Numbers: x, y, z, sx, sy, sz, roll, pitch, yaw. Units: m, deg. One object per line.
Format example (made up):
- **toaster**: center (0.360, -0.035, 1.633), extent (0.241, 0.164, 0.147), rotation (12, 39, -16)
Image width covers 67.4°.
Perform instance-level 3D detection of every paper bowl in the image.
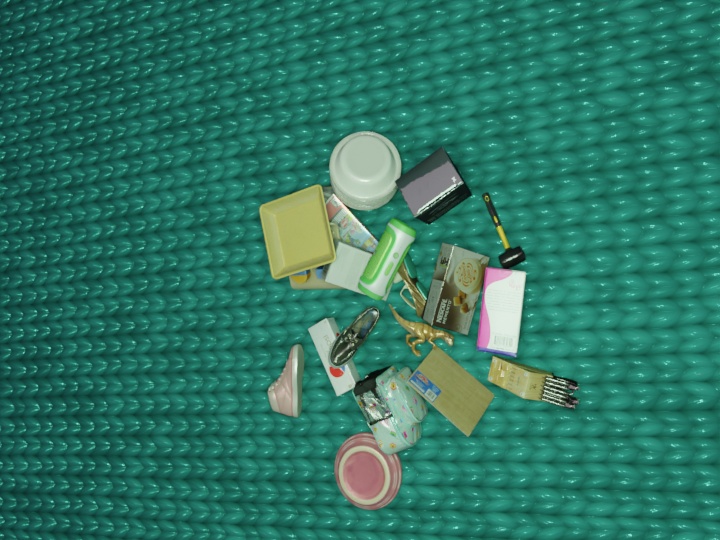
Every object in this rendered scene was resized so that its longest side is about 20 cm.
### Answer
- **paper bowl**: center (0.013, -0.275, 1.441), extent (0.193, 0.105, 0.208), rotation (0, 73, 0)

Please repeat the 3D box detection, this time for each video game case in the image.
- **video game case**: center (-0.053, -0.089, 1.497), extent (0.143, 0.017, 0.200), rotation (-43, 98, 13)

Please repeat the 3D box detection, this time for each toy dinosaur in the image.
- **toy dinosaur**: center (0.148, 0.159, 1.422), extent (0.194, 0.061, 0.109), rotation (21, 111, -3)

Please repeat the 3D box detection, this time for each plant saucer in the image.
- **plant saucer**: center (0.016, 0.552, 1.474), extent (0.193, 0.051, 0.209), rotation (0, 89, 18)
- **plant saucer**: center (-0.160, -0.098, 1.430), extent (0.194, 0.048, 0.207), rotation (-15, 83, 20)

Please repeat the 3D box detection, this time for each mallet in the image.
- **mallet**: center (0.369, -0.109, 1.391), extent (0.064, 0.041, 0.207), rotation (-16, 79, 18)

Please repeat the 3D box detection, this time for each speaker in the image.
- **speaker**: center (0.068, -0.029, 1.402), extent (0.087, 0.088, 0.204), rotation (30, 100, 16)

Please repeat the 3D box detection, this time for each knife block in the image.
- **knife block**: center (0.441, 0.280, 1.348), extent (0.171, 0.199, 0.066), rotation (14, 92, -28)

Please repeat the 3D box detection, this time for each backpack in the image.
- **backpack**: center (0.088, 0.359, 1.393), extent (0.149, 0.175, 0.206), rotation (-20, 86, 20)

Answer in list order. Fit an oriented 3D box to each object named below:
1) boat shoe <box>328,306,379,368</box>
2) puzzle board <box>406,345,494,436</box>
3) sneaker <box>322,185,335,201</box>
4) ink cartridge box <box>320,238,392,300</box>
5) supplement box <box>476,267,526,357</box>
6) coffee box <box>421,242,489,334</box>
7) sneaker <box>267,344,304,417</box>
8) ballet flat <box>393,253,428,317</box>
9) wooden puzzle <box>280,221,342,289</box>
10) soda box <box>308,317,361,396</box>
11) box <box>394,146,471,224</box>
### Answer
- **boat shoe**: center (-0.017, 0.175, 1.455), extent (0.068, 0.057, 0.201), rotation (38, 75, 3)
- **puzzle board**: center (0.230, 0.304, 1.378), extent (0.198, 0.150, 0.018), rotation (39, 140, 15)
- **sneaker**: center (-0.106, -0.189, 1.536), extent (0.196, 0.074, 0.083), rotation (-28, 70, 9)
- **ink cartridge box**: center (0.000, 0.000, 1.465), extent (0.195, 0.050, 0.112), rotation (19, 98, -27)
- **supplement box**: center (0.355, 0.100, 1.352), extent (0.098, 0.103, 0.208), rotation (7, 92, 18)
- **coffee box**: center (0.240, 0.046, 1.378), extent (0.111, 0.080, 0.207), rotation (16, 93, -17)
- **sneaker**: center (-0.217, 0.312, 1.544), extent (0.101, 0.075, 0.208), rotation (3, 93, 12)
- **ballet flat**: center (0.130, 0.036, 1.453), extent (0.071, 0.067, 0.204), rotation (-31, 84, 24)
- **wooden puzzle**: center (-0.134, -0.031, 1.494), extent (0.179, 0.047, 0.206), rotation (-1, 116, 21)
- **soda box**: center (-0.070, 0.238, 1.506), extent (0.067, 0.063, 0.205), rotation (-28, 79, 14)
- **box**: center (0.189, -0.208, 1.365), extent (0.146, 0.199, 0.106), rotation (-33, 79, 13)
